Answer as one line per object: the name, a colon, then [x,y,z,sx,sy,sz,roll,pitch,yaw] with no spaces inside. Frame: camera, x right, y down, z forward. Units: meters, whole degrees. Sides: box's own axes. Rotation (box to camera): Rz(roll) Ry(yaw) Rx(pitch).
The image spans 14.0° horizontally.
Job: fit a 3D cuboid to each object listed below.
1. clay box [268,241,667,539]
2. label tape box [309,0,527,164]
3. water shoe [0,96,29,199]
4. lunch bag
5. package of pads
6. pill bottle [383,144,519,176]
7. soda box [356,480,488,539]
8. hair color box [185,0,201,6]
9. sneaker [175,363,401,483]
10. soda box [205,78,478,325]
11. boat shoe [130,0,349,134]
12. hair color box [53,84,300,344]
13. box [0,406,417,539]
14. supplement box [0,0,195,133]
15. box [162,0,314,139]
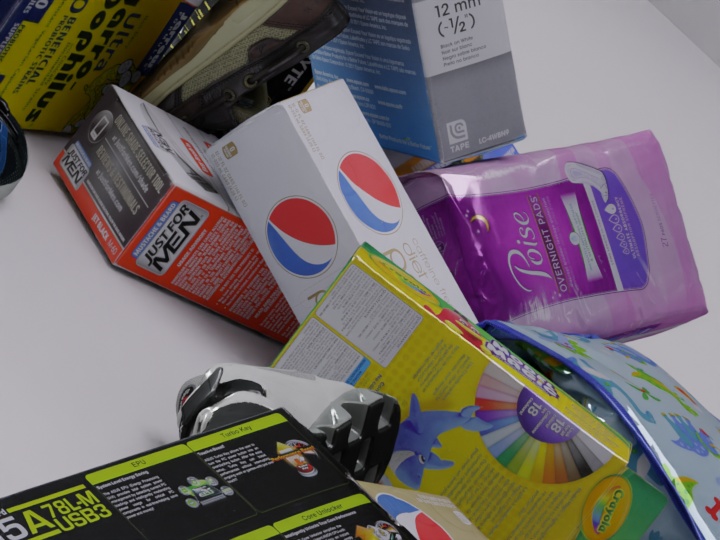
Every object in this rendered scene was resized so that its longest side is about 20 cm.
clay box: [0.046,0.092,1.482,0.200,0.115,0.048,37,13,-1]
label tape box: [0.019,-0.171,1.685,0.066,0.201,0.143,-17,17,-26]
water shoe: [-0.205,-0.081,1.501,0.071,0.079,0.200,39,14,8]
lunch bag: [0.143,0.118,1.582,0.170,0.127,0.200,13,46,-61]
package of pads: [0.107,-0.009,1.707,0.200,0.076,0.121,-11,79,-42]
pill bottle: [0.078,-0.001,1.808,0.200,0.112,0.112,56,12,-5]
soda box: [-0.010,0.136,1.308,0.068,0.064,0.200,45,15,31]
hair color box: [-0.144,-0.243,1.624,0.200,0.111,0.064,27,16,-33]
sneaker: [-0.059,0.084,1.372,0.088,0.074,0.200,21,11,19]
soda box: [0.000,0.000,1.603,0.068,0.064,0.200,-25,85,-55]
boat shoe: [-0.083,-0.109,1.701,0.065,0.200,0.073,43,44,-9]
hair color box: [-0.068,-0.019,1.678,0.200,0.064,0.111,28,17,-38]
box: [-0.040,0.147,1.108,0.193,0.048,0.200,41,34,25]
supplement box: [-0.199,-0.155,1.696,0.109,0.109,0.200,41,14,17]
box: [-0.090,-0.150,1.850,0.049,0.160,0.200,28,16,-31]
